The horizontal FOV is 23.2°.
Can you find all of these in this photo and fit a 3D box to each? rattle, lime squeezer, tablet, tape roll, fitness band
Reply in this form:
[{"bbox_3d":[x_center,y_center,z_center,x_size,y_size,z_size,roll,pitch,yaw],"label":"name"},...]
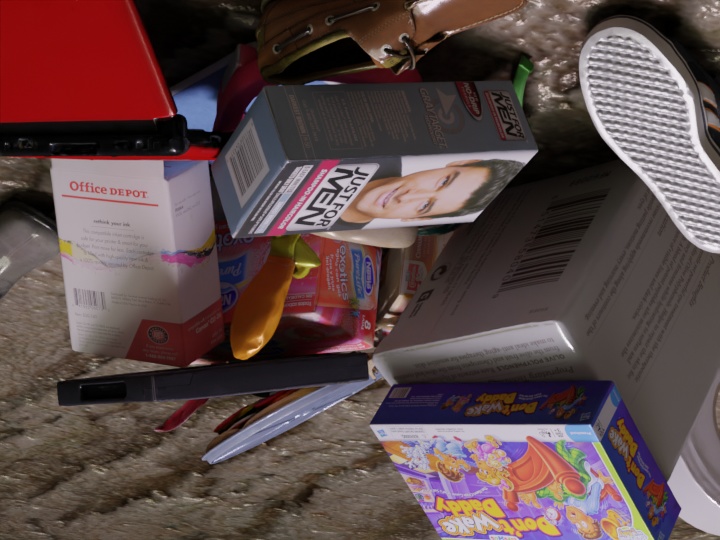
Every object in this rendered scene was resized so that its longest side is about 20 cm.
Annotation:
[{"bbox_3d":[0.000,0.000,1.383,0.129,0.144,0.199,-4,173,35],"label":"rattle"},{"bbox_3d":[0.081,-0.101,1.305,0.070,0.038,0.200,19,157,-30],"label":"lime squeezer"},{"bbox_3d":[-0.085,-0.121,1.339,0.130,0.014,0.199,21,155,-33],"label":"tablet"},{"bbox_3d":[0.357,0.145,1.650,0.201,0.204,0.071,13,160,-18],"label":"tape roll"},{"bbox_3d":[-0.032,-0.113,1.273,0.143,0.038,0.200,10,160,-10],"label":"fitness band"}]

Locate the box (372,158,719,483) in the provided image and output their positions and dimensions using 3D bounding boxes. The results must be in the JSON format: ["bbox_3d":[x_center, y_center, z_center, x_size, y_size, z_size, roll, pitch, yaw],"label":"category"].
[{"bbox_3d":[0.160,0.048,1.377,0.199,0.199,0.172,-14,122,45],"label":"box"}]

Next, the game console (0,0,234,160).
[{"bbox_3d":[-0.179,-0.138,1.232,0.199,0.120,0.172,3,-176,37],"label":"game console"}]

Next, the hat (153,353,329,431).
[{"bbox_3d":[-0.101,0.114,1.675,0.165,0.177,0.200,18,-175,-4],"label":"hat"}]

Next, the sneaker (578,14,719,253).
[{"bbox_3d":[0.214,-0.107,1.206,0.078,0.080,0.200,-14,127,33],"label":"sneaker"}]

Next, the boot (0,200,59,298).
[{"bbox_3d":[-0.344,0.020,1.613,0.068,0.131,0.200,36,150,-19],"label":"boot"}]

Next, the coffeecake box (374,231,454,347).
[{"bbox_3d":[0.116,0.031,1.597,0.198,0.074,0.154,10,160,-9],"label":"coffeecake box"}]

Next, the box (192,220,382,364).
[{"bbox_3d":[-0.092,0.017,1.504,0.199,0.095,0.103,-6,158,30],"label":"box"}]

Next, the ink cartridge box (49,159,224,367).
[{"bbox_3d":[-0.180,-0.032,1.415,0.116,0.202,0.067,7,-158,26],"label":"ink cartridge box"}]

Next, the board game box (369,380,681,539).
[{"bbox_3d":[0.121,0.146,1.309,0.199,0.045,0.135,-5,129,40],"label":"board game box"}]

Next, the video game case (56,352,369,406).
[{"bbox_3d":[-0.123,0.090,1.450,0.199,0.026,0.180,-3,177,-34],"label":"video game case"}]

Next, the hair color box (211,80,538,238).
[{"bbox_3d":[0.010,-0.077,1.198,0.199,0.061,0.099,-5,154,-31],"label":"hair color box"}]

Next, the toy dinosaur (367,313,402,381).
[{"bbox_3d":[0.051,0.054,1.526,0.101,0.059,0.200,-21,156,23],"label":"toy dinosaur"}]

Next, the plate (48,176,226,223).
[{"bbox_3d":[-0.160,-0.037,1.563,0.199,0.033,0.199,15,159,-23],"label":"plate"}]

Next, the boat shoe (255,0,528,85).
[{"bbox_3d":[0.023,-0.157,1.125,0.199,0.068,0.072,-7,156,33],"label":"boat shoe"}]

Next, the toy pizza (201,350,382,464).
[{"bbox_3d":[-0.060,0.119,1.611,0.199,0.032,0.200,-27,173,-4],"label":"toy pizza"}]
